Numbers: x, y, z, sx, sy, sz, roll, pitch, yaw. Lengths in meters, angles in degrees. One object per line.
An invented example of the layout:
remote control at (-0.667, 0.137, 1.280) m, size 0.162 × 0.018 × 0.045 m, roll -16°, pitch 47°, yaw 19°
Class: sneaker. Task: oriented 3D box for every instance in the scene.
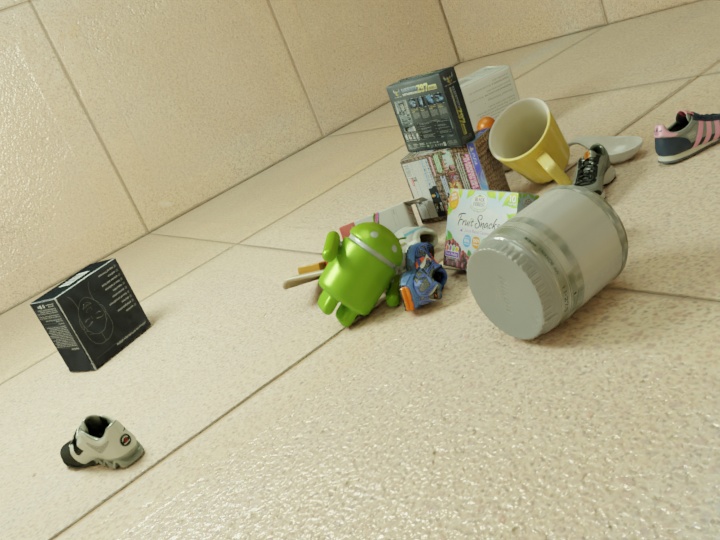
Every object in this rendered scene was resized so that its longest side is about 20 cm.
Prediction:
sneaker at (0.081, -0.031, 1.421) m, size 0.080 × 0.078 × 0.200 m, roll 1°, pitch 33°, yaw 40°
sneaker at (0.122, 0.010, 1.291) m, size 0.077 × 0.076 × 0.201 m, roll -5°, pitch 30°, yaw 14°
sneaker at (0.443, -0.183, 1.383) m, size 0.073 × 0.080 × 0.200 m, roll -8°, pitch 26°, yaw 34°
sneaker at (0.660, -0.285, 1.385) m, size 0.198 × 0.083 × 0.070 m, roll -29°, pitch 19°, yaw -14°
sneaker at (-0.455, 0.283, 1.210) m, size 0.197 × 0.090 × 0.074 m, roll -13°, pitch 23°, yaw 34°

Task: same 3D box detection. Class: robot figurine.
robot figurine at (0.000, 0.000, 1.304) m, size 0.202 × 0.174 × 0.116 m, roll -56°, pitch 14°, yaw 1°

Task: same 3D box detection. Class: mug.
mug at (0.376, -0.250, 1.532) m, size 0.148 × 0.152 × 0.190 m, roll -15°, pitch 56°, yaw 38°

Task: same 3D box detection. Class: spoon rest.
spoon rest at (0.514, -0.263, 1.539) m, size 0.099 × 0.061 × 0.198 m, roll -37°, pitch 22°, yaw -34°

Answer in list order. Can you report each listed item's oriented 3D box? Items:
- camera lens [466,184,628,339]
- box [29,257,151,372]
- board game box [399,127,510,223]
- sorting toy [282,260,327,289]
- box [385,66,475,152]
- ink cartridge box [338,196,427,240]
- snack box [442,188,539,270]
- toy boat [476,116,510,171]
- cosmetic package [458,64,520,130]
camera lens at (0.270, -0.016, 1.017) m, size 0.199 × 0.162 × 0.159 m, roll -33°, pitch 21°, yaw -25°
box at (-0.656, 0.108, 1.739) m, size 0.122 × 0.199 × 0.200 m, roll -10°, pitch 23°, yaw 36°
board game box at (0.214, -0.212, 1.607) m, size 0.197 × 0.162 × 0.097 m, roll -7°, pitch 24°, yaw 37°
sorting toy at (-0.047, -0.012, 1.497) m, size 0.197 × 0.037 × 0.185 m, roll -17°, pitch 1°, yaw 24°
box at (0.151, -0.347, 1.550) m, size 0.051 × 0.160 × 0.199 m, roll -31°, pitch 19°, yaw -26°
ink cartridge box at (0.063, -0.099, 1.583) m, size 0.197 × 0.069 × 0.116 m, roll -21°, pitch -1°, yaw 13°
snack box at (0.222, -0.067, 1.236) m, size 0.052 × 0.145 × 0.199 m, roll 4°, pitch 6°, yaw -27°
toy boat at (0.337, -0.331, 1.819) m, size 0.128 × 0.133 × 0.201 m, roll -17°, pitch 20°, yaw 17°
cosmetic package at (0.353, -0.456, 2.026) m, size 0.164 × 0.203 × 0.167 m, roll -26°, pitch 19°, yaw -6°
